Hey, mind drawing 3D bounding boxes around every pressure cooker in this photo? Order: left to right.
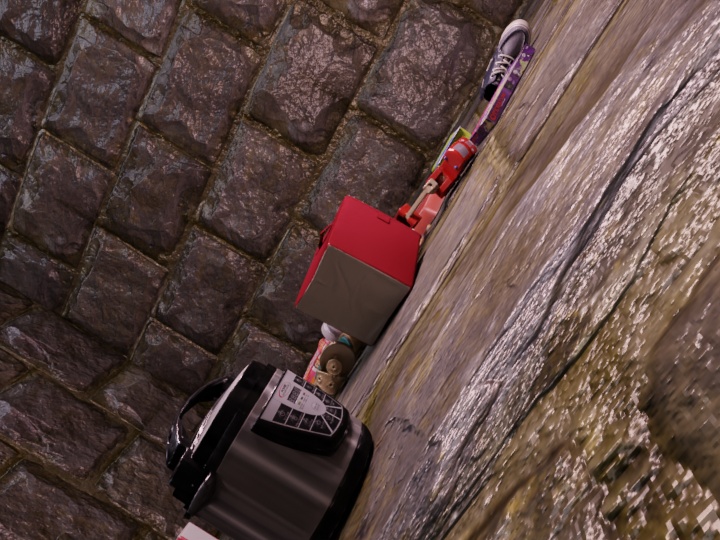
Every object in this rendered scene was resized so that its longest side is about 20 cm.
[{"bbox_3d":[-0.107,0.198,0.668,0.180,0.198,0.176,-59,0,-22],"label":"pressure cooker"}]

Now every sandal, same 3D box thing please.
[{"bbox_3d":[-0.060,0.236,1.316,0.213,0.076,0.070,113,165,-49],"label":"sandal"}]

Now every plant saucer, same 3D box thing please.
[{"bbox_3d":[0.159,-0.141,1.554,0.201,0.036,0.201,-61,1,-43],"label":"plant saucer"}]

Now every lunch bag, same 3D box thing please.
[{"bbox_3d":[-0.111,0.277,1.681,0.178,0.081,0.200,-60,2,-2],"label":"lunch bag"}]

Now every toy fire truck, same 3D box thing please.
[{"bbox_3d":[0.159,-0.182,1.334,0.141,0.049,0.201,-40,-11,-40],"label":"toy fire truck"}]

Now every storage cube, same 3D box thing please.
[{"bbox_3d":[0.000,0.000,1.200,0.172,0.198,0.181,-57,9,35],"label":"storage cube"}]

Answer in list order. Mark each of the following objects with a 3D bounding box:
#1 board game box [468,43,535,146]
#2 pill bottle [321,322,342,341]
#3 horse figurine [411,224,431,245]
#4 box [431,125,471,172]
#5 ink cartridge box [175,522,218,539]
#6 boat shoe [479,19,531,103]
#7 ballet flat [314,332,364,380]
[{"bbox_3d":[0.305,-0.378,1.351,0.202,0.032,0.120,-61,-3,-14],"label":"board game box"},{"bbox_3d":[-0.039,0.117,1.823,0.201,0.110,0.111,-59,1,34],"label":"pill bottle"},{"bbox_3d":[0.089,-0.024,1.365,0.201,0.050,0.133,-55,-2,37],"label":"horse figurine"},{"bbox_3d":[0.254,-0.330,1.753,0.123,0.047,0.200,-61,1,4],"label":"box"},{"bbox_3d":[-0.357,0.660,1.297,0.202,0.144,0.083,-59,1,-2],"label":"ink cartridge box"},{"bbox_3d":[0.346,-0.489,1.491,0.201,0.074,0.094,109,-178,-54],"label":"boat shoe"},{"bbox_3d":[-0.041,0.204,1.408,0.063,0.069,0.201,-22,-24,-42],"label":"ballet flat"}]
